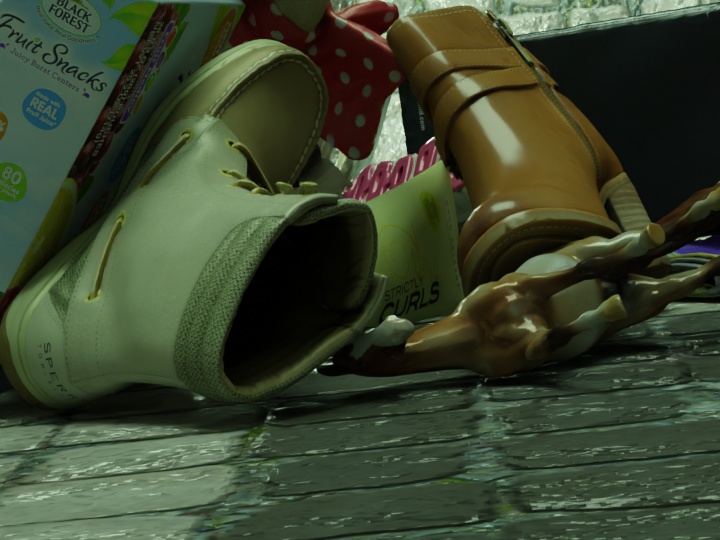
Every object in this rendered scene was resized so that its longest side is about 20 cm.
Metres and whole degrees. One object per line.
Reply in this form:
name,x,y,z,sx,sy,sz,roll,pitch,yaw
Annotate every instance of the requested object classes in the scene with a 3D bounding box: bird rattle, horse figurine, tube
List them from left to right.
bird rattle,-0.072,-0.134,1.306,0.199,0.113,0.163,23,-29,13
tube,0.000,0.000,1.270,0.052,0.058,0.200,39,27,18
horse figurine,0.091,0.006,1.107,0.132,0.050,0.200,-25,0,40

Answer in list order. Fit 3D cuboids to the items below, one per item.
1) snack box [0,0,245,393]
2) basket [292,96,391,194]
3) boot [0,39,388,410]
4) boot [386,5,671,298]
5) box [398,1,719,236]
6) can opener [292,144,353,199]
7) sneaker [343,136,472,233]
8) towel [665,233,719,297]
snack box,-0.138,-0.045,1.195,0.067,0.201,0.169,31,9,6
basket,-0.105,-0.082,1.546,0.199,0.136,0.123,22,6,20
boot,-0.042,-0.021,1.112,0.154,0.072,0.200,-3,42,50
boot,0.063,-0.057,1.239,0.077,0.156,0.200,-38,-15,24
box,0.143,-0.074,1.553,0.197,0.124,0.200,-9,-2,16
can opener,-0.048,-0.046,1.379,0.053,0.200,0.067,-41,-15,-25
sneaker,0.049,-0.019,1.430,0.087,0.074,0.200,33,-38,-23
towel,0.205,-0.009,1.396,0.199,0.023,0.143,-9,5,-36
